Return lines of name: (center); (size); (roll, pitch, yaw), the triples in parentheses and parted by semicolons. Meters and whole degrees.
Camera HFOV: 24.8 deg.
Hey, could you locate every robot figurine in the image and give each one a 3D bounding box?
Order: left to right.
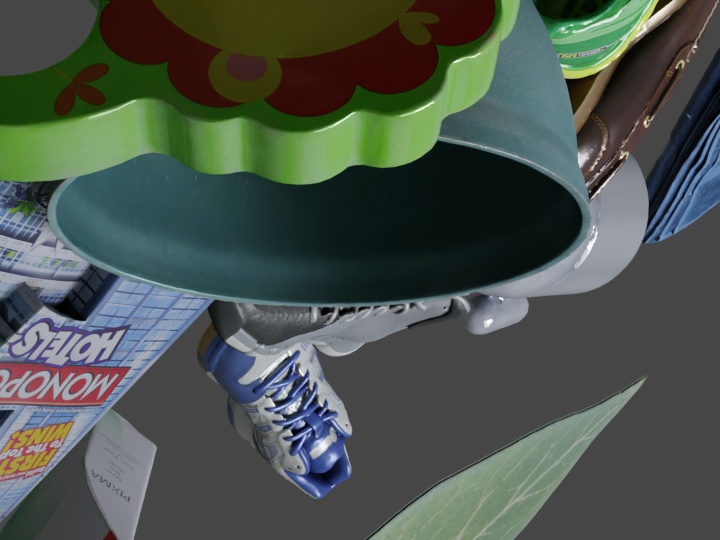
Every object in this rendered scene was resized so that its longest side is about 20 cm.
robot figurine: (0.109, -0.040, 1.025); (0.200, 0.112, 0.171); (0, 109, -62)

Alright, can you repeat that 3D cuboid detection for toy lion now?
toy lion: (-0.058, -0.093, 0.499); (0.200, 0.192, 0.069); (-36, 157, -22)

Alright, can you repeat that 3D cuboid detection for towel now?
towel: (0.296, -0.111, 1.343); (0.111, 0.049, 0.201); (-31, 154, -36)

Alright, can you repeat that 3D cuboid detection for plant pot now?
plant pot: (-0.015, -0.078, 0.623); (0.199, 0.135, 0.200); (0, 162, 0)

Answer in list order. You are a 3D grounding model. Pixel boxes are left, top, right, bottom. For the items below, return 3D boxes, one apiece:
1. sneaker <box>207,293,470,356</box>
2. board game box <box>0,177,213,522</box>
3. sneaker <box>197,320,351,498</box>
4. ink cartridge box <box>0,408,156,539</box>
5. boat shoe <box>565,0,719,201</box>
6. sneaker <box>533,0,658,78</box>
sneaker: (0.000, 0.000, 0.883); (0.115, 0.076, 0.200); (-14, 172, 20)
board game box: (-0.157, 0.029, 0.723); (0.200, 0.062, 0.200); (-52, 159, 13)
sneaker: (-0.039, 0.075, 0.993); (0.075, 0.088, 0.200); (-39, 157, -10)
ink cartridge box: (-0.176, 0.176, 0.842); (0.161, 0.050, 0.200); (-51, -170, 14)
boat shoe: (0.150, -0.119, 0.931); (0.200, 0.070, 0.070); (-51, 130, -12)
sneaker: (0.150, -0.191, 0.849); (0.201, 0.074, 0.084); (-59, 162, 5)
